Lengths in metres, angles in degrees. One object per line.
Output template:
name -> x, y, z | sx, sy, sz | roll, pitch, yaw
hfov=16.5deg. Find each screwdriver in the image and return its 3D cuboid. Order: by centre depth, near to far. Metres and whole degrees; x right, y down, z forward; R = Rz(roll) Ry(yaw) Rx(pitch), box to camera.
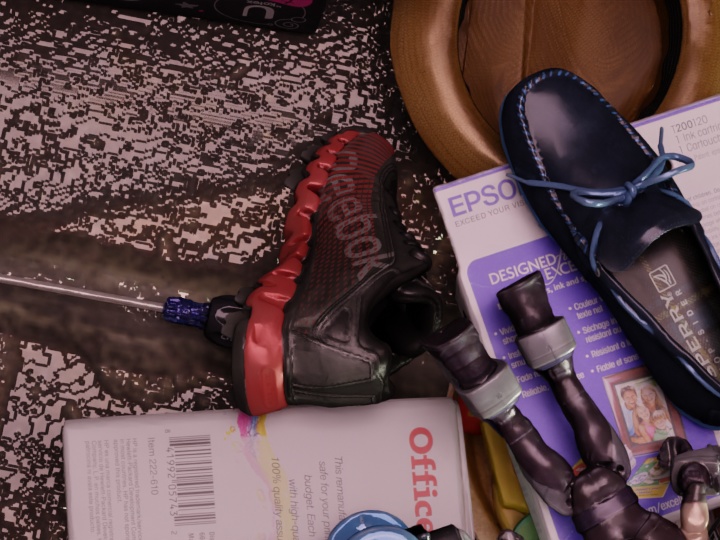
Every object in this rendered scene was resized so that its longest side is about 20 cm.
screwdriver -> -0.118, 0.016, 1.286 | 0.200, 0.029, 0.028 | 12, 76, -10

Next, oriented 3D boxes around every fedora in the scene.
fedora -> 0.104, -0.118, 1.320 | 0.200, 0.082, 0.201 | 1, 78, -7

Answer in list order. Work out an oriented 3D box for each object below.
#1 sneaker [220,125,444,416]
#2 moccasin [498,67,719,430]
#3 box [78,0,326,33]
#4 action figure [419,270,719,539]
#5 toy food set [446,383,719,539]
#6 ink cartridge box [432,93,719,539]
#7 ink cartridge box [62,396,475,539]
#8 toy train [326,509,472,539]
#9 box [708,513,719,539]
sneaker -> 0.000, 0.000, 1.250 | 0.098, 0.071, 0.201 | 6, 40, 12
moccasin -> 0.144, -0.018, 1.209 | 0.080, 0.068, 0.200 | -37, 88, -11
box -> -0.109, -0.214, 1.297 | 0.200, 0.115, 0.132 | 7, 75, -7
action figure -> 0.110, 0.101, 1.192 | 0.130, 0.069, 0.200 | -30, 91, -11
toy food set -> 0.143, 0.088, 1.299 | 0.200, 0.049, 0.198 | -13, 80, -11
ink cartridge box -> 0.155, 0.024, 1.261 | 0.198, 0.043, 0.200 | -18, 87, -10
ink cartridge box -> -0.046, 0.144, 1.243 | 0.200, 0.085, 0.145 | -3, 79, -6
toy train -> -0.032, 0.186, 1.151 | 0.200, 0.087, 0.114 | -18, 93, -4
box -> 0.280, 0.145, 1.233 | 0.200, 0.050, 0.199 | 26, 109, -15
